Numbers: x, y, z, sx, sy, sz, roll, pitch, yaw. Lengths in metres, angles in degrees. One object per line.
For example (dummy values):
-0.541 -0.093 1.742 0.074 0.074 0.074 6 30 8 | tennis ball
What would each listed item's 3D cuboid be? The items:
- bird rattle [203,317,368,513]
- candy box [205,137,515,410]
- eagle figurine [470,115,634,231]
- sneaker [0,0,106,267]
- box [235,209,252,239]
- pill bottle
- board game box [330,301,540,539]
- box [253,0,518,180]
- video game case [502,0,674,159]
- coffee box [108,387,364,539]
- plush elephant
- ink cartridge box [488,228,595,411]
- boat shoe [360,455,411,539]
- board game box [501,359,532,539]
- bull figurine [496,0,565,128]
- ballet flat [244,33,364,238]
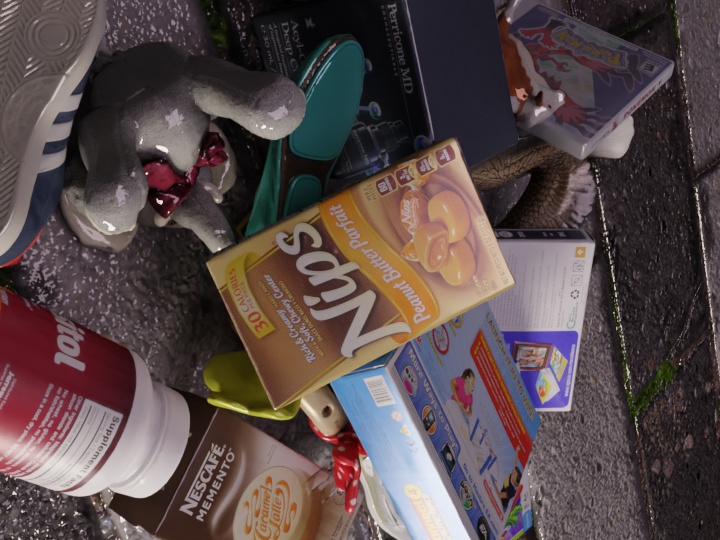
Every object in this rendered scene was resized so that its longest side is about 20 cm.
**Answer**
-0.043 0.098 0.767 0.113 0.163 0.200 -47 127 -2 | bird rattle
0.000 0.000 0.648 0.197 0.055 0.117 -27 97 -6 | candy box
0.188 -0.107 0.970 0.201 0.150 0.152 -52 162 -19 | eagle figurine
-0.215 -0.097 0.577 0.073 0.085 0.204 18 76 0 | sneaker
-0.019 0.003 0.828 0.070 0.065 0.199 -45 128 7 | box
-0.223 0.091 0.636 0.199 0.112 0.115 35 73 -40 | pill bottle
0.074 0.113 0.762 0.203 0.055 0.196 64 33 -17 | board game box
0.019 -0.164 0.763 0.106 0.198 0.152 -28 113 -35 | box
0.197 -0.209 0.930 0.182 0.198 0.023 -39 149 -30 | video game case
-0.102 0.202 0.782 0.199 0.079 0.116 39 70 -38 | coffee box
-0.143 -0.077 0.669 0.164 0.199 0.157 -37 142 -19 | plush elephant
0.142 0.056 0.958 0.195 0.044 0.203 0 111 -9 | ink cartridge box
0.044 0.220 0.928 0.074 0.064 0.205 -44 123 -28 | boat shoe
0.116 0.206 0.926 0.133 0.044 0.205 -26 117 -38 | board game box
0.103 -0.206 0.857 0.065 0.195 0.124 73 29 -70 | bull figurine
-0.054 -0.089 0.703 0.066 0.070 0.205 5 103 -46 | ballet flat
